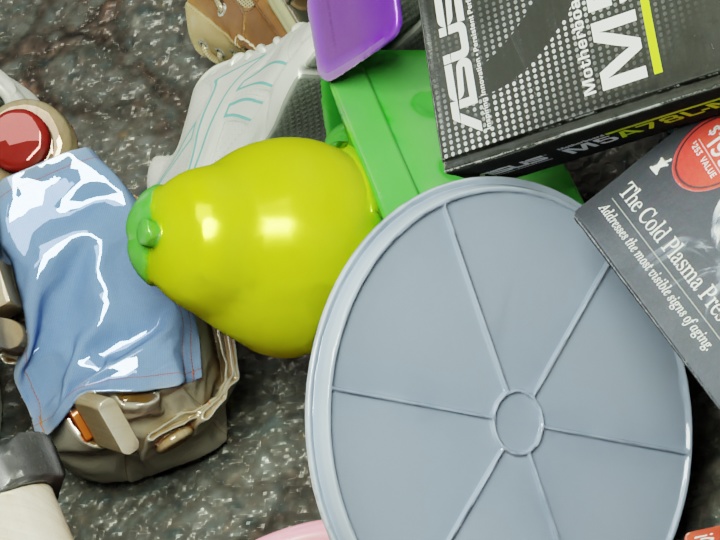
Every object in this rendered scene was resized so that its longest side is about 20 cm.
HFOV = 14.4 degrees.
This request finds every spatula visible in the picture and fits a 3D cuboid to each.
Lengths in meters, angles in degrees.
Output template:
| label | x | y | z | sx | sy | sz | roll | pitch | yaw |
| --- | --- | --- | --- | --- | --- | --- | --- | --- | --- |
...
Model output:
| label | x | y | z | sx | sy | sz | roll | pitch | yaw |
| --- | --- | --- | --- | --- | --- | --- | --- | --- | --- |
| spatula | 0.049 | -0.138 | 1.220 | 0.200 | 0.021 | 0.057 | -20 | 73 | 34 |

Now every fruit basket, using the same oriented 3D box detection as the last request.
| label | x | y | z | sx | sy | sz | roll | pitch | yaw |
| --- | --- | --- | --- | --- | --- | --- | --- | --- | --- |
| fruit basket | 0.000 | 0.000 | 1.276 | 0.215 | 0.156 | 0.216 | -4 | 46 | 5 |

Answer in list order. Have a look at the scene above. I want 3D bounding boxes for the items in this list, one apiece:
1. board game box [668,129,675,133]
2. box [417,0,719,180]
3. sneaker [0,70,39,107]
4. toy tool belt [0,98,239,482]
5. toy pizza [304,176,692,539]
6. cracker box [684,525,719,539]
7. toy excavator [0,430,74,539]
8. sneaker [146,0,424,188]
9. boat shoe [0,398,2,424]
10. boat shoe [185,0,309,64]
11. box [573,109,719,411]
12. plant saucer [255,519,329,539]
| label | x | y | z | sx | sy | sz | roll | pitch | yaw |
| --- | --- | --- | --- | --- | --- | --- | --- | --- | --- |
| board game box | 0.153 | -0.154 | 1.295 | 0.103 | 0.200 | 0.105 | -43 | 49 | -11 |
| box | 0.106 | -0.155 | 1.138 | 0.193 | 0.047 | 0.201 | -15 | 76 | 31 |
| sneaker | -0.172 | -0.030 | 1.432 | 0.075 | 0.089 | 0.200 | -29 | 49 | 1 |
| toy tool belt | -0.134 | 0.000 | 1.320 | 0.125 | 0.123 | 0.201 | -25 | 77 | 2 |
| toy pizza | 0.055 | 0.062 | 1.159 | 0.032 | 0.200 | 0.201 | -9 | 45 | 53 |
| cracker box | 0.225 | 0.137 | 1.096 | 0.199 | 0.058 | 0.134 | -16 | 28 | 15 |
| toy excavator | -0.218 | 0.171 | 1.263 | 0.199 | 0.195 | 0.100 | -16 | 68 | -18 |
| sneaker | -0.041 | -0.084 | 1.380 | 0.200 | 0.070 | 0.080 | -48 | 48 | 20 |
| boat shoe | -0.229 | 0.043 | 1.426 | 0.071 | 0.070 | 0.201 | -36 | 47 | 29 |
| boat shoe | -0.052 | -0.140 | 1.482 | 0.074 | 0.076 | 0.200 | -51 | 52 | 26 |
| box | 0.211 | 0.000 | 1.090 | 0.182 | 0.104 | 0.200 | -39 | 38 | 5 |
| plant saucer | -0.014 | 0.200 | 1.196 | 0.200 | 0.051 | 0.201 | -13 | 49 | 15 |
